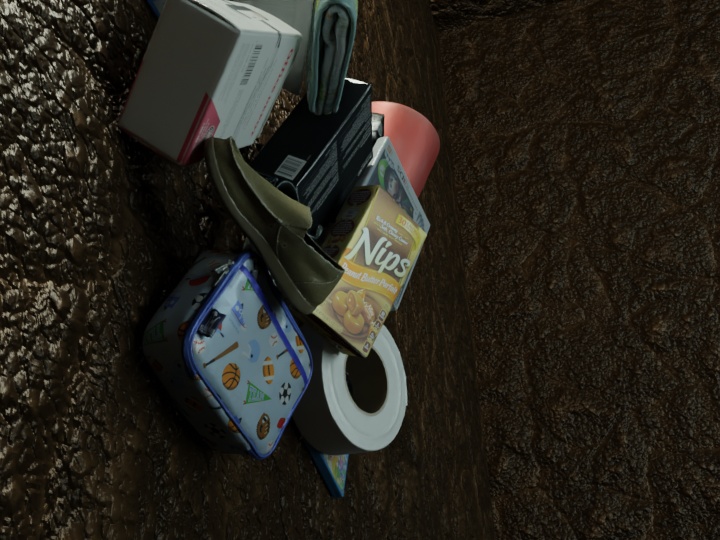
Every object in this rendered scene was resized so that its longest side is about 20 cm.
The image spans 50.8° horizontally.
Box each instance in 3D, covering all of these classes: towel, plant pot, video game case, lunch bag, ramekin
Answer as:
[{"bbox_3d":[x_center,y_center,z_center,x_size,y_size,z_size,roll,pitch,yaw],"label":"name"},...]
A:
[{"bbox_3d":[-0.035,-0.307,0.906,0.200,0.048,0.172,111,-19,-62],"label":"towel"},{"bbox_3d":[0.040,-0.189,1.435,0.201,0.200,0.178,63,33,-48],"label":"plant pot"},{"bbox_3d":[0.041,-0.072,1.142,0.182,0.023,0.200,60,38,-33],"label":"video game case"},{"bbox_3d":[-0.043,0.222,1.162,0.200,0.018,0.143,-81,155,-51],"label":"video game case"},{"bbox_3d":[-0.124,0.080,0.768,0.160,0.075,0.200,-59,140,-40],"label":"lunch bag"},{"bbox_3d":[-0.113,-0.337,0.987,0.200,0.097,0.201,-173,-90,-82],"label":"ramekin"}]

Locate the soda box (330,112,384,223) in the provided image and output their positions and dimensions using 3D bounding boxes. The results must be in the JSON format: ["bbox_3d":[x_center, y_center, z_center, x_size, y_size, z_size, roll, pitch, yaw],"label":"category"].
[{"bbox_3d":[-0.020,-0.162,1.160,0.063,0.071,0.200,88,18,-48],"label":"soda box"}]

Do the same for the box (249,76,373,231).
[{"bbox_3d":[-0.060,-0.144,1.011,0.200,0.079,0.141,-58,158,-30],"label":"box"}]

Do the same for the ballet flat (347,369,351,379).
[{"bbox_3d":[-0.007,0.130,1.274,0.065,0.070,0.201,109,-30,-70],"label":"ballet flat"}]

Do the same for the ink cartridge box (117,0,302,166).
[{"bbox_3d":[-0.149,-0.202,0.792,0.146,0.085,0.200,-61,175,19],"label":"ink cartridge box"}]

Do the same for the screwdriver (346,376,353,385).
[{"bbox_3d":[-0.021,0.161,1.161,0.200,0.028,0.029,36,65,-43],"label":"screwdriver"}]

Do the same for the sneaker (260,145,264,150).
[{"bbox_3d":[-0.091,-0.157,1.136,0.200,0.074,0.081,-42,125,-70],"label":"sneaker"}]

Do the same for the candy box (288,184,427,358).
[{"bbox_3d":[0.000,0.000,1.008,0.115,0.055,0.200,42,66,-35],"label":"candy box"}]

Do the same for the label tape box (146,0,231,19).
[{"bbox_3d":[-0.203,-0.377,0.873,0.144,0.063,0.200,62,24,-51],"label":"label tape box"}]

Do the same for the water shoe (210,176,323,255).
[{"bbox_3d":[-0.103,-0.076,0.867,0.071,0.079,0.200,17,27,-48],"label":"water shoe"}]

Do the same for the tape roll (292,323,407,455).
[{"bbox_3d":[-0.016,0.159,1.081,0.202,0.071,0.203,27,54,-47],"label":"tape roll"}]

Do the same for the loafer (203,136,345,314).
[{"bbox_3d":[-0.084,-0.053,0.754,0.200,0.067,0.076,58,2,-17],"label":"loafer"}]

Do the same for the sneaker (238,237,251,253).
[{"bbox_3d":[-0.124,0.002,0.903,0.200,0.072,0.073,-61,132,-65],"label":"sneaker"}]

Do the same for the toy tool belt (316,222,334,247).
[{"bbox_3d":[-0.019,-0.020,1.182,0.123,0.125,0.200,46,25,-29],"label":"toy tool belt"}]
